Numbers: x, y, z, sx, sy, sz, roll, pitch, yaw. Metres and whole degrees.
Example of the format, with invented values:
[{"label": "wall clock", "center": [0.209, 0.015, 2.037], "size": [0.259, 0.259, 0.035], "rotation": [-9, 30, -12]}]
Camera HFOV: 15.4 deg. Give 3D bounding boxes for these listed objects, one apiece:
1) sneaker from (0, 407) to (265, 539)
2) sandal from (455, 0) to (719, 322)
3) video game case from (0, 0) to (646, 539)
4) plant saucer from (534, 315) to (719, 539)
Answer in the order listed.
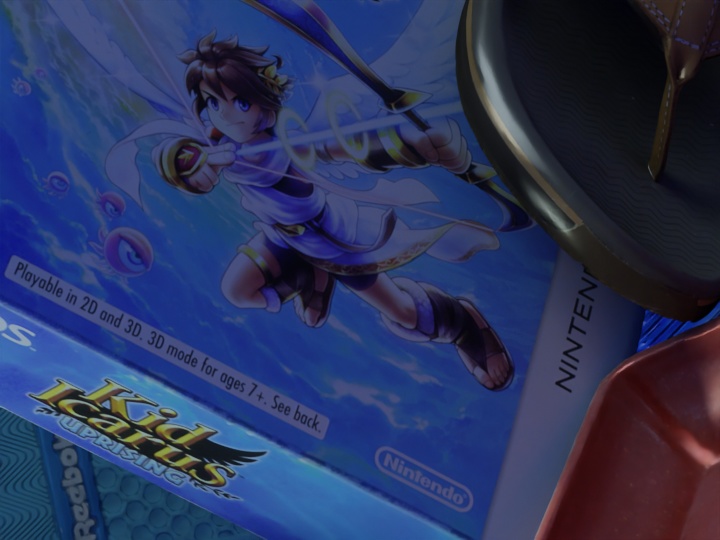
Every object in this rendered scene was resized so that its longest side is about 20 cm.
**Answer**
[{"label": "sneaker", "center": [-0.104, 0.064, 0.763], "size": [0.199, 0.080, 0.130], "rotation": [-2, -7, -26]}, {"label": "sandal", "center": [0.076, -0.077, 0.660], "size": [0.055, 0.081, 0.201], "rotation": [-46, 21, 46]}, {"label": "video game case", "center": [-0.020, -0.032, 0.643], "size": [0.045, 0.199, 0.182], "rotation": [-43, 24, 50]}, {"label": "plant saucer", "center": [0.109, 0.055, 0.504], "size": [0.199, 0.037, 0.200], "rotation": [-27, 22, 35]}]
